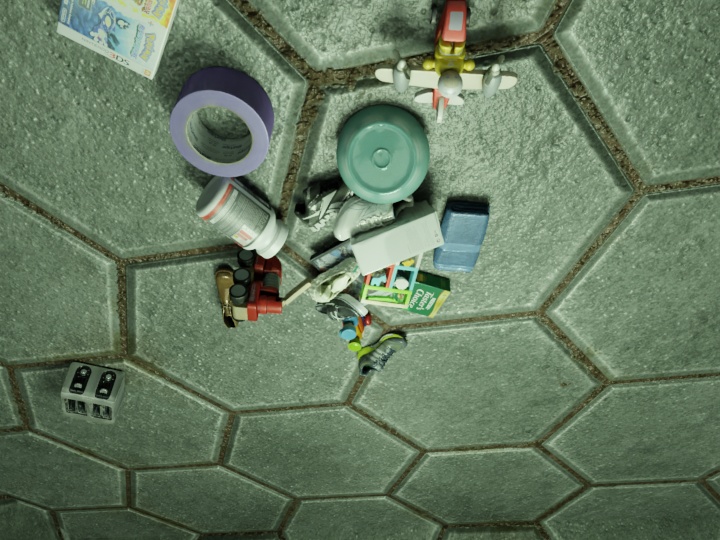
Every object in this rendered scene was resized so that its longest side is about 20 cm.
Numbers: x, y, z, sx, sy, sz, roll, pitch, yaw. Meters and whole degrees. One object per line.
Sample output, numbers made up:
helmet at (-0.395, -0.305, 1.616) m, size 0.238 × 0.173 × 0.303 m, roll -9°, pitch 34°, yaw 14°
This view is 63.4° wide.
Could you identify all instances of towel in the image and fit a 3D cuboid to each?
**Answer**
towel at (0.239, -0.078, 1.397) m, size 0.109 × 0.049 × 0.202 m, roll 5°, pitch 138°, yaw -2°

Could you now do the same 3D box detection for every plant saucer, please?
plant saucer at (0.044, -0.231, 1.191) m, size 0.194 × 0.036 × 0.205 m, roll 2°, pitch 112°, yaw 6°

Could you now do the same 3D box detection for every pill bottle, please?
pill bottle at (-0.266, -0.121, 1.332) m, size 0.115 × 0.118 × 0.199 m, roll -30°, pitch 128°, yaw 31°

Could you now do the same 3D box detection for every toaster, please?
toaster at (-0.893, 0.413, 1.951) m, size 0.177 × 0.121 × 0.202 m, roll 15°, pitch 137°, yaw -11°

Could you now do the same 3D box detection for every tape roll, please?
tape roll at (-0.275, -0.294, 1.170) m, size 0.194 × 0.086 × 0.203 m, roll 3°, pitch 138°, yaw 2°

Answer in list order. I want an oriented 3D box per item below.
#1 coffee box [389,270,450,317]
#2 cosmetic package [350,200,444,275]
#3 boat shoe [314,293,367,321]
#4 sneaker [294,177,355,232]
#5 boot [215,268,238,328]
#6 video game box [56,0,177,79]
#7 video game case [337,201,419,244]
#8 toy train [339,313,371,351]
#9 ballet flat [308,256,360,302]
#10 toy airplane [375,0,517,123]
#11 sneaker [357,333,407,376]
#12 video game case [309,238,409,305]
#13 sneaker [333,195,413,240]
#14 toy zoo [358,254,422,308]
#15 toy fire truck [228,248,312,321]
coffee box at (0.129, 0.053, 1.548) m, size 0.195 × 0.045 × 0.124 m, roll 16°, pitch 136°, yaw -13°
cosmetic package at (0.077, -0.074, 1.301) m, size 0.196 × 0.113 × 0.083 m, roll -20°, pitch 110°, yaw 1°
boat shoe at (-0.056, 0.101, 1.519) m, size 0.198 × 0.068 × 0.072 m, roll 13°, pitch 151°, yaw 53°
sneaker at (-0.082, -0.164, 1.310) m, size 0.089 × 0.068 × 0.199 m, roll 27°, pitch 135°, yaw -28°
boot at (-0.355, 0.079, 1.587) m, size 0.072 × 0.077 × 0.203 m, roll 2°, pitch 136°, yaw 4°
video game box at (-0.423, -0.464, 1.024) m, size 0.179 × 0.048 × 0.200 m, roll 21°, pitch 135°, yaw -22°
video game case at (0.046, -0.099, 1.405) m, size 0.177 × 0.024 × 0.202 m, roll 12°, pitch 137°, yaw -9°
toy train at (-0.011, 0.178, 1.639) m, size 0.082 × 0.118 × 0.202 m, roll -8°, pitch 136°, yaw 13°
ballet flat at (-0.072, 0.035, 1.454) m, size 0.071 × 0.073 × 0.199 m, roll 28°, pitch 135°, yaw -25°
toy airplane at (0.152, -0.348, 1.041) m, size 0.198 × 0.143 × 0.198 m, roll -30°, pitch 129°, yaw 31°
sneaker at (0.067, 0.257, 1.746) m, size 0.073 × 0.082 × 0.199 m, roll 31°, pitch 131°, yaw -28°
video game case at (0.000, 0.000, 1.464) m, size 0.178 × 0.026 × 0.200 m, roll -25°, pitch 123°, yaw 33°
sneaker at (0.027, -0.129, 1.270) m, size 0.198 × 0.087 × 0.075 m, roll -37°, pitch 142°, yaw -3°
toy zoo at (0.080, -0.010, 1.408) m, size 0.128 × 0.021 × 0.205 m, roll 7°, pitch 110°, yaw -20°
toy fire truck at (-0.218, 0.032, 1.450) m, size 0.194 × 0.179 × 0.130 m, roll 6°, pitch 138°, yaw -3°
